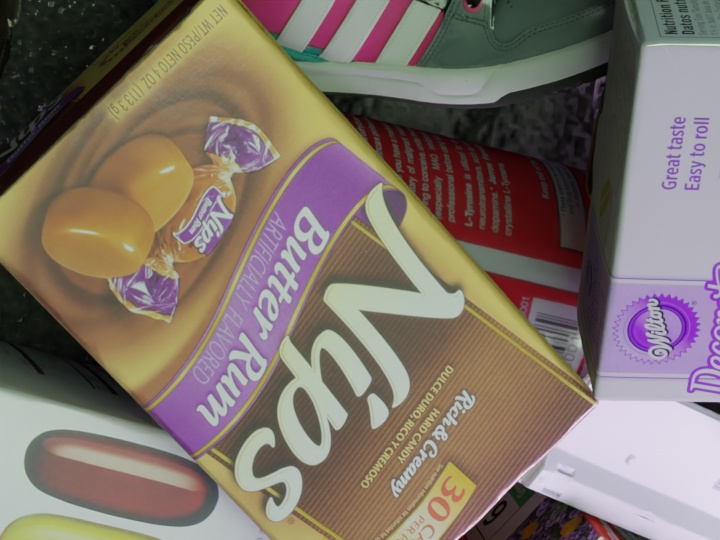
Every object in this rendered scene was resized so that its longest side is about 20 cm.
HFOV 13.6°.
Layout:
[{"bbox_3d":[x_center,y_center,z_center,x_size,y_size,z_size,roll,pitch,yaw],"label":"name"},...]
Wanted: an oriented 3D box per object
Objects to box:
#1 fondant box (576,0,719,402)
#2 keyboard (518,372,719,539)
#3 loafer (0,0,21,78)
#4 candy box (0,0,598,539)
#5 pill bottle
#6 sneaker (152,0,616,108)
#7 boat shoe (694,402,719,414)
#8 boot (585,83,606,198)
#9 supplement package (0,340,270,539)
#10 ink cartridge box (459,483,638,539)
[{"bbox_3d":[0.179,-0.027,1.013,0.199,0.058,0.145,2,125,-4],"label":"fondant box"},{"bbox_3d":[0.139,0.086,1.148,0.200,0.011,0.056,25,105,-40],"label":"keyboard"},{"bbox_3d":[-0.150,-0.093,1.076,0.073,0.071,0.201,6,98,-18],"label":"loafer"},{"bbox_3d":[-0.027,0.011,1.023,0.117,0.056,0.200,-44,108,-2],"label":"candy box"},{"bbox_3d":[0.000,0.000,1.116,0.199,0.112,0.113,13,96,-18],"label":"pill bottle"},{"bbox_3d":[0.007,-0.126,1.054,0.199,0.084,0.121,0,141,21],"label":"sneaker"},{"bbox_3d":[0.147,0.050,1.198,0.066,0.070,0.200,-41,116,-8],"label":"boat shoe"},{"bbox_3d":[0.143,-0.007,1.098,0.143,0.071,0.202,12,95,-24],"label":"boot"},{"bbox_3d":[-0.128,0.089,1.094,0.199,0.110,0.114,15,95,-19],"label":"supplement package"},{"bbox_3d":[0.086,0.120,1.163,0.050,0.109,0.200,-45,109,4],"label":"ink cartridge box"}]
